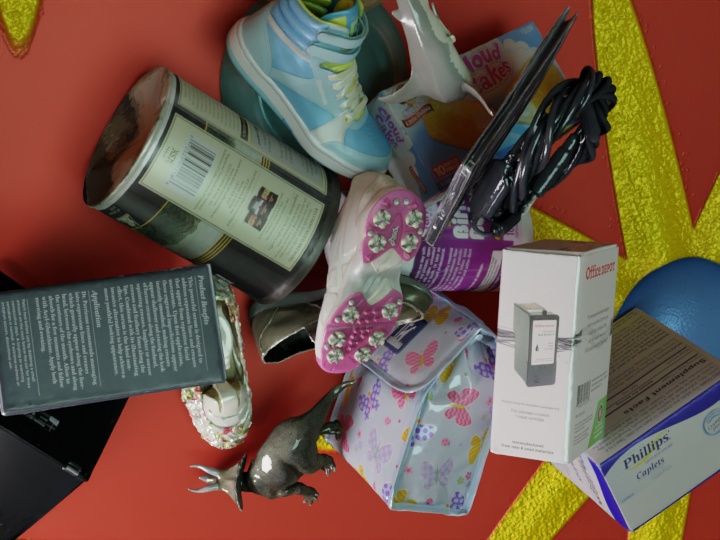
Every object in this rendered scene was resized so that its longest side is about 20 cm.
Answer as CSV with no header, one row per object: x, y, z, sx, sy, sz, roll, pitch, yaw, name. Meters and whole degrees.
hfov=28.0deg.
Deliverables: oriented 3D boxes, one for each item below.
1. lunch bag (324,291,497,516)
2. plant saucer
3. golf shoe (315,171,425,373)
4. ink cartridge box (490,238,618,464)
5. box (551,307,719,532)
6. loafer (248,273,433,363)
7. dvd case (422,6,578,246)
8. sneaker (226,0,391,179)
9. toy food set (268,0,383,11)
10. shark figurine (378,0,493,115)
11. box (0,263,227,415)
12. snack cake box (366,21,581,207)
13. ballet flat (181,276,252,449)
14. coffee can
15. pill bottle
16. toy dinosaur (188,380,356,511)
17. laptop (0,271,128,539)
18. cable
0.058,0.124,1.489,0.126,0.169,0.202,13,103,-30,lunch bag
-0.039,-0.185,1.425,0.197,0.036,0.203,-6,109,-20,plant saucer
0.000,0.000,1.366,0.075,0.092,0.202,8,116,-31,golf shoe
0.193,0.074,1.426,0.145,0.083,0.203,-11,105,-66,ink cartridge box
0.298,0.159,1.578,0.183,0.200,0.106,-32,117,-9,box
-0.019,0.055,1.440,0.198,0.070,0.075,-13,149,23,loafer
0.125,-0.129,1.308,0.016,0.149,0.201,33,64,5,dvd case
-0.018,-0.179,1.330,0.200,0.080,0.130,43,130,-17,sneaker
-0.021,-0.328,1.338,0.198,0.049,0.199,-26,130,-8,toy food set
0.043,-0.193,1.275,0.089,0.129,0.215,-30,138,6,shark figurine
-0.231,0.063,1.313,0.197,0.148,0.109,-8,88,-12,box
0.112,-0.153,1.430,0.199,0.067,0.116,-28,86,-26,snack cake box
-0.146,0.100,1.458,0.075,0.064,0.203,-16,113,-18,ballet flat
-0.139,-0.078,1.357,0.199,0.146,0.147,31,94,-26,coffee can
0.067,-0.036,1.473,0.197,0.112,0.114,1,107,-23,pill bottle
-0.072,0.191,1.482,0.199,0.078,0.102,-39,152,23,toy dinosaur
-0.352,0.138,1.418,0.187,0.115,0.202,38,62,-28,laptop
0.188,-0.115,1.376,0.162,0.051,0.201,-25,155,-39,cable
